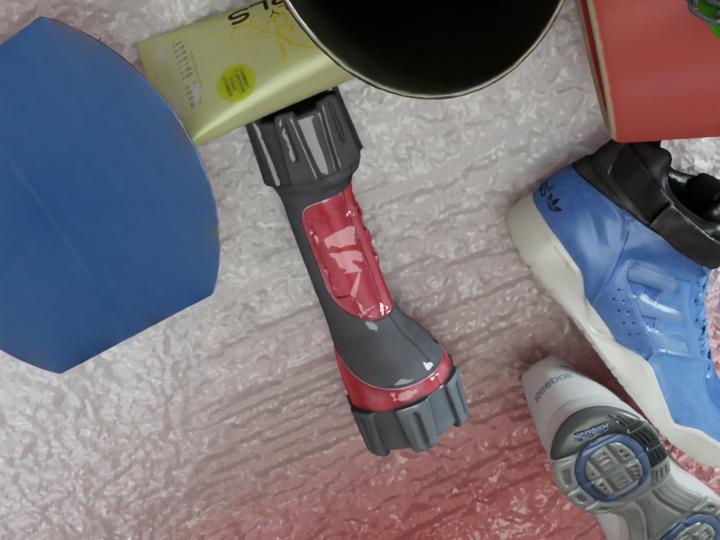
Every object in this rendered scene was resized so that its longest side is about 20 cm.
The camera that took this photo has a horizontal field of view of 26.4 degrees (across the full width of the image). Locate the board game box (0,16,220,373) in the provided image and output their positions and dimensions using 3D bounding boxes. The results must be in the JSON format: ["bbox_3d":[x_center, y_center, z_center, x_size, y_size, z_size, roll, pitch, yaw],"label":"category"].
[{"bbox_3d":[-0.153,-0.039,0.794,0.199,0.039,0.159,-26,104,32],"label":"board game box"}]

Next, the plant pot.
[{"bbox_3d":[0.192,-0.150,0.739,0.175,0.201,0.203,-13,112,8],"label":"plant pot"}]

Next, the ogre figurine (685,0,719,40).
[{"bbox_3d":[0.155,-0.205,0.621,0.119,0.098,0.202,27,124,16],"label":"ogre figurine"}]

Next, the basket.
[{"bbox_3d":[0.014,-0.192,0.684,0.134,0.200,0.182,-16,113,2],"label":"basket"}]

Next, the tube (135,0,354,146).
[{"bbox_3d":[-0.014,-0.122,0.784,0.198,0.058,0.053,-20,107,0],"label":"tube"}]

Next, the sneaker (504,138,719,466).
[{"bbox_3d":[0.180,0.012,0.847,0.111,0.077,0.200,-37,104,17],"label":"sneaker"}]

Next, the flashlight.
[{"bbox_3d":[0.000,0.000,0.826,0.067,0.068,0.202,-18,112,1],"label":"flashlight"}]

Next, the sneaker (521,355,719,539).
[{"bbox_3d":[0.157,0.118,0.888,0.074,0.087,0.201,-33,129,4],"label":"sneaker"}]
